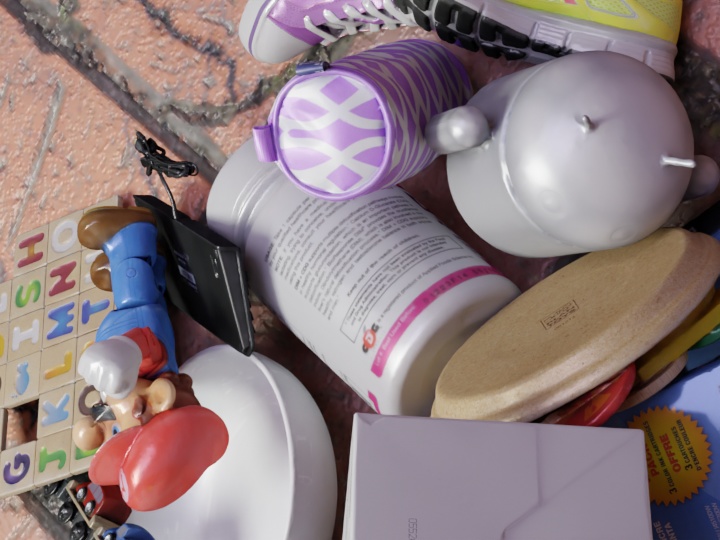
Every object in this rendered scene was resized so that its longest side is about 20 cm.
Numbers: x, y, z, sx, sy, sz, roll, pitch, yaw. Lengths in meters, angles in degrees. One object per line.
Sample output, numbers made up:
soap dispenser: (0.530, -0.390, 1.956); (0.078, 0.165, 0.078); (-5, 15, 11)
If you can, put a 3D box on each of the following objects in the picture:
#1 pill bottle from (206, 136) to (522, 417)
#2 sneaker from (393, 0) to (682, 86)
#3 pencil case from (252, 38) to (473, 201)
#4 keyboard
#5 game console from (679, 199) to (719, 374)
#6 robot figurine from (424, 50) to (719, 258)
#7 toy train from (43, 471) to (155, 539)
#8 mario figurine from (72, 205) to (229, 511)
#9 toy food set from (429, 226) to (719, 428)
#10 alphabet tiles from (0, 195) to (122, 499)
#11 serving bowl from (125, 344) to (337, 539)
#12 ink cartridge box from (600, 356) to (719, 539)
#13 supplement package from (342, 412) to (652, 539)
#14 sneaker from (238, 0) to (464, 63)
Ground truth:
pill bottle: (0.000, 0.000, 1.564); (0.200, 0.113, 0.113); (42, 104, 33)
sneaker: (0.104, -0.175, 1.534); (0.200, 0.078, 0.090); (19, 80, 2)
pencil case: (0.006, -0.091, 1.516); (0.085, 0.200, 0.084); (-14, 94, 20)
keyboard: (-0.109, -0.023, 1.614); (0.200, 0.021, 0.127); (-152, 46, -66)
game console: (0.230, 0.042, 1.457); (0.200, 0.031, 0.177); (-38, 63, 21)
robot figurine: (0.121, -0.066, 1.466); (0.200, 0.169, 0.113); (173, 104, -71)
toy train: (-0.170, 0.159, 1.650); (0.046, 0.034, 0.200); (-54, 31, 6)
mario figurine: (-0.154, 0.061, 1.577); (0.106, 0.123, 0.200); (-33, 51, 27)
toy food set: (0.123, 0.044, 1.423); (0.200, 0.198, 0.049); (-36, 102, -13)
alphabet tiles: (-0.204, 0.051, 1.720); (0.167, 0.008, 0.200); (-20, 57, 33)
serving bowl: (-0.073, 0.150, 1.596); (0.200, 0.066, 0.201); (-24, 60, 51)
ink cartridge box: (0.199, 0.122, 1.396); (0.200, 0.076, 0.137); (-26, 84, 25)
supplement package: (0.067, 0.184, 1.276); (0.155, 0.111, 0.200); (4, 44, -2)
sneaker: (0.015, -0.173, 1.615); (0.200, 0.073, 0.114); (-37, 66, 22)
